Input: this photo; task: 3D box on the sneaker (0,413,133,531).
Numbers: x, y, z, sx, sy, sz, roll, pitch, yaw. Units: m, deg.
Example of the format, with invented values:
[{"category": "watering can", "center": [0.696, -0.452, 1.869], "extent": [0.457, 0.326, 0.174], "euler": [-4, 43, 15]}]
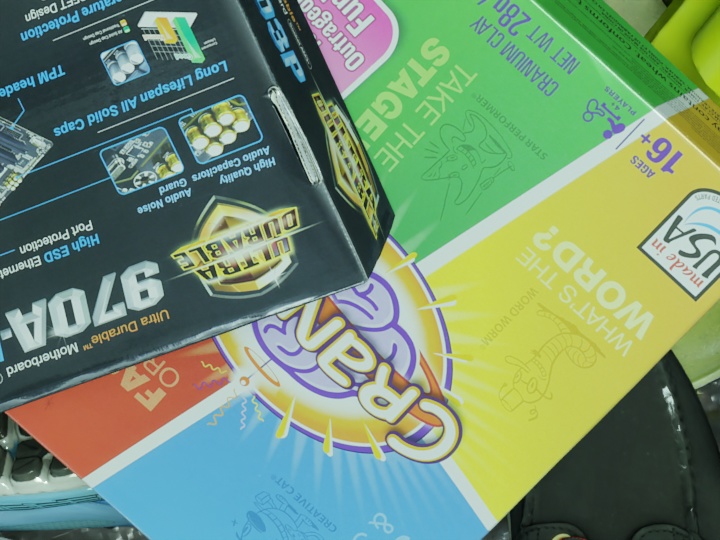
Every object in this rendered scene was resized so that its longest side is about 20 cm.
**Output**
[{"category": "sneaker", "center": [-0.051, 0.071, 0.902], "extent": [0.198, 0.079, 0.090], "euler": [-3, 124, 6]}]

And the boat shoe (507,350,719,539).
[{"category": "boat shoe", "center": [0.082, 0.108, 0.880], "extent": [0.073, 0.063, 0.203], "euler": [-1, 77, 3]}]

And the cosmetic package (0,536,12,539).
[{"category": "cosmetic package", "center": [-0.089, 0.140, 0.855], "extent": [0.199, 0.105, 0.071], "euler": [18, 111, -20]}]

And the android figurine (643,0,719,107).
[{"category": "android figurine", "center": [0.144, -0.121, 0.811], "extent": [0.041, 0.182, 0.200], "euler": [37, 129, -3]}]

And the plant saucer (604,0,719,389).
[{"category": "plant saucer", "center": [0.070, -0.055, 0.924], "extent": [0.198, 0.031, 0.202], "euler": [-1, 100, -7]}]

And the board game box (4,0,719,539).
[{"category": "board game box", "center": [0.000, 0.000, 0.792], "extent": [0.153, 0.040, 0.200], "euler": [41, 115, -3]}]

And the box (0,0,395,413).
[{"category": "box", "center": [-0.113, -0.042, 0.746], "extent": [0.199, 0.046, 0.160], "euler": [-20, 108, 18]}]
